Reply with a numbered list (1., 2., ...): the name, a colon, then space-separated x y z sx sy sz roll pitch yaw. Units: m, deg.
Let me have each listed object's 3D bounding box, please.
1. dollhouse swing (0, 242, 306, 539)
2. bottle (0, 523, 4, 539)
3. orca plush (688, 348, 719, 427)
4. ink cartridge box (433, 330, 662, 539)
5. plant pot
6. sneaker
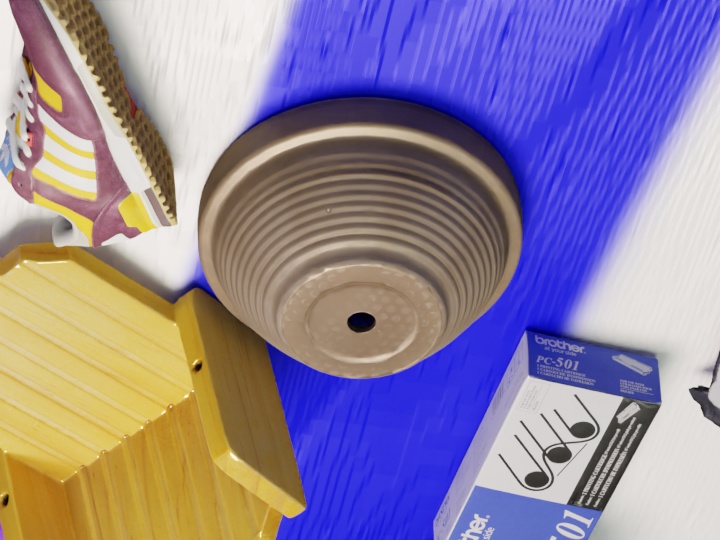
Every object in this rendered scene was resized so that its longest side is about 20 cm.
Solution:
1. dollhouse swing: -0.176 0.110 1.634 0.200 0.182 0.176 -33 147 28
2. bottle: -0.258 0.190 1.772 0.083 0.065 0.200 -16 133 13
3. orca plush: 0.285 0.036 1.631 0.071 0.105 0.200 -15 139 -31
4. ink cartridge box: 0.122 0.129 1.735 0.094 0.044 0.200 13 133 -11
5. plant pot: 0.000 0.000 1.573 0.200 0.093 0.201 0 136 0
6. sneaker: -0.175 -0.086 1.498 0.090 0.075 0.200 -17 132 8
